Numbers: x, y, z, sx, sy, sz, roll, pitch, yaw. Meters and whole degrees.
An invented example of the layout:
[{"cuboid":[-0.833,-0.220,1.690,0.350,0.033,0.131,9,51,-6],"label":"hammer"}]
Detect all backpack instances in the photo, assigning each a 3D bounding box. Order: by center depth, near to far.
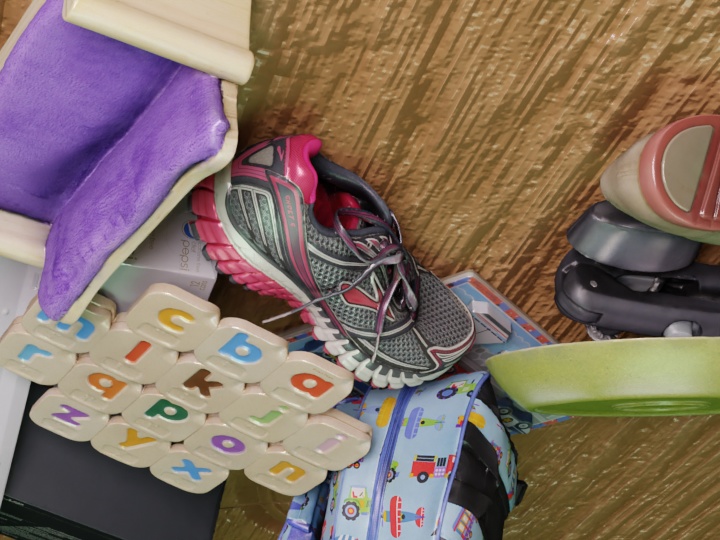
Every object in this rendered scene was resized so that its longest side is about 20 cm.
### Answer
[{"cuboid":[0.024,0.151,0.904,0.134,0.183,0.200,12,151,12],"label":"backpack"}]

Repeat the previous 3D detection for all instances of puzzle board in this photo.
[{"cuboid":[0.059,0.069,0.957,0.150,0.017,0.200,-19,144,30],"label":"puzzle board"}]

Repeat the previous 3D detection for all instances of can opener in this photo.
[{"cuboid":[0.197,0.017,0.822,0.199,0.064,0.079,14,146,-20],"label":"can opener"}]

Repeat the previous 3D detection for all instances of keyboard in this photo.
[{"cuboid":[-0.220,0.081,0.850,0.056,0.201,0.011,7,-165,-36],"label":"keyboard"}]

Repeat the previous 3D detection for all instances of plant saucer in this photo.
[{"cuboid":[0.172,0.064,0.847,0.199,0.031,0.200,-1,170,0],"label":"plant saucer"}]

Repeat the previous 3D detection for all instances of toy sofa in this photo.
[{"cuboid":[-0.130,-0.062,0.668,0.083,0.098,0.200,19,145,-27],"label":"toy sofa"}]

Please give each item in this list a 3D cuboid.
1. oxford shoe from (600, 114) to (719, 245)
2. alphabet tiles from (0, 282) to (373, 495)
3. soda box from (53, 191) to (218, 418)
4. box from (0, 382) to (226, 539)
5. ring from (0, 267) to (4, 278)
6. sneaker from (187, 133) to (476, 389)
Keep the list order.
[{"cuboid":[0.216,-0.040,0.746,0.199,0.071,0.075,12,174,-20],"label":"oxford shoe"},{"cuboid":[-0.098,0.068,0.815,0.199,0.015,0.196,28,144,-18],"label":"alphabet tiles"},{"cuboid":[-0.130,0.022,0.840,0.068,0.064,0.200,9,148,-13],"label":"soda box"},{"cuboid":[-0.210,0.136,0.990,0.141,0.079,0.200,-4,154,42],"label":"box"},{"cuboid":[-0.299,0.007,0.864,0.199,0.019,0.201,0,148,0],"label":"ring"},{"cuboid":[0.000,0.000,0.784,0.074,0.081,0.200,-24,141,31],"label":"sneaker"}]
